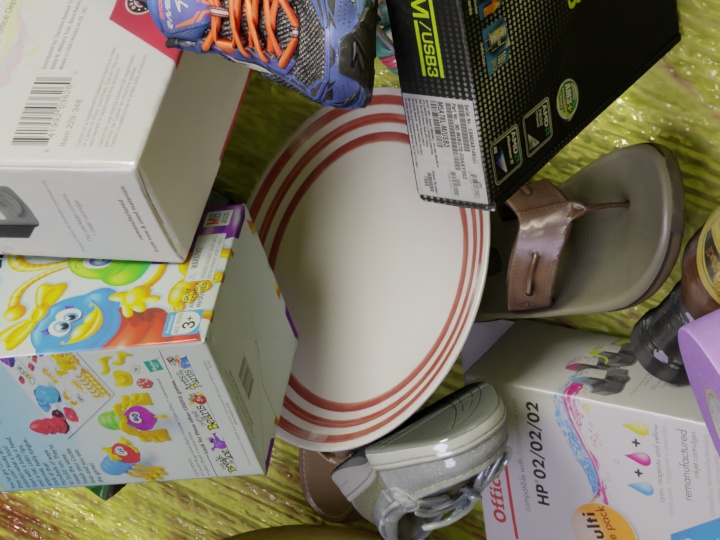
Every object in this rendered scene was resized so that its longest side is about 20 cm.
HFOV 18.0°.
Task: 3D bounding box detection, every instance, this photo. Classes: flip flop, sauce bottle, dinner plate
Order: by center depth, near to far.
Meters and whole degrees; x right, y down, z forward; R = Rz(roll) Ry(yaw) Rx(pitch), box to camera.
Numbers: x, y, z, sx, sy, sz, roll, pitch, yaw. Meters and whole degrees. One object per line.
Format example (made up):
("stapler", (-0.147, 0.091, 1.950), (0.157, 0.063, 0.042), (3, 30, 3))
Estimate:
("sauce bottle", (0.200, -0.013, 1.107), (0.065, 0.065, 0.200), (42, 135, 7))
("flip flop", (0.088, -0.015, 1.178), (0.200, 0.057, 0.081), (-12, 78, 46))
("dinner plate", (0.000, 0.000, 1.225), (0.200, 0.024, 0.201), (-15, 68, 41))

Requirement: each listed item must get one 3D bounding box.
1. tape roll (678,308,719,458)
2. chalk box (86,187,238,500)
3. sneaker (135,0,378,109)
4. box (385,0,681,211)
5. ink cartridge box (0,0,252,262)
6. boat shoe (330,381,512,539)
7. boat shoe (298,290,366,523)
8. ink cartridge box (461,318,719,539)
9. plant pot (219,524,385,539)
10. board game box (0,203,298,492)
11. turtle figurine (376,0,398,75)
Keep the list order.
("tape roll", (0.217, 0.103, 1.037), (0.065, 0.200, 0.201), (-26, 105, 0))
("chalk box", (-0.143, 0.009, 1.339), (0.124, 0.125, 0.200), (33, 132, 15))
("sneaker", (-0.053, -0.117, 1.016), (0.200, 0.078, 0.076), (32, 126, 56))
("box", (0.076, -0.157, 1.014), (0.047, 0.193, 0.201), (10, 123, 35))
("ink cartridge box", (-0.171, -0.087, 1.182), (0.199, 0.148, 0.086), (2, 145, 22))
("boat shoe", (0.039, 0.109, 1.211), (0.065, 0.074, 0.202), (58, 158, 3))
("boat shoe", (-0.011, 0.078, 1.325), (0.071, 0.065, 0.200), (26, 131, 21))
("ink cartridge box", (0.127, 0.099, 1.232), (0.200, 0.068, 0.115), (10, 123, 33))
("plant pot", (-0.015, 0.229, 1.326), (0.200, 0.200, 0.142), (50, 139, -1))
("board game box", (-0.148, 0.043, 1.194), (0.199, 0.103, 0.105), (-5, 133, 17))
("turtle figurine", (0.018, -0.166, 1.105), (0.101, 0.149, 0.201), (9, 117, 57))
